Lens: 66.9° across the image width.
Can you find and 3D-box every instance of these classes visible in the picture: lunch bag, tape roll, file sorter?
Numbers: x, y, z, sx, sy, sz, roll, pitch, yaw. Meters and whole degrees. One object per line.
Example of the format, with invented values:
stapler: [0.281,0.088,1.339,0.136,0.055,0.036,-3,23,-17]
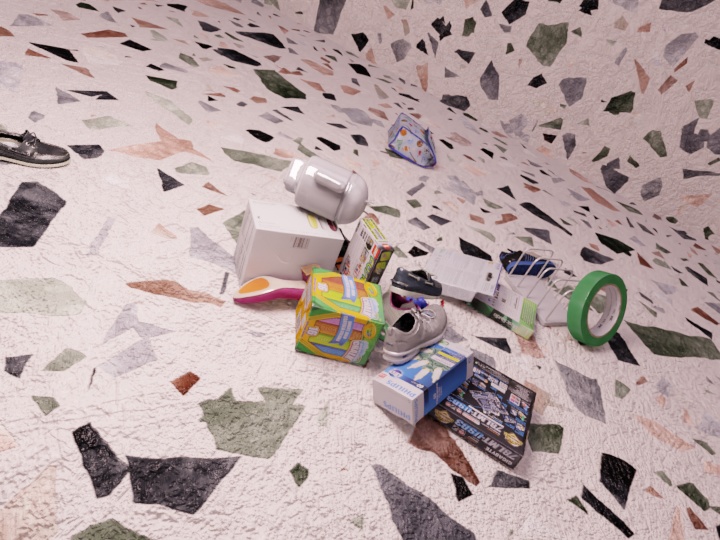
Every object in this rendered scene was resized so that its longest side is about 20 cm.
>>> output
lunch bag: [0.213,-0.497,2.111,0.198,0.124,0.171,32,31,-15]
tape roll: [0.645,0.103,1.485,0.197,0.205,0.048,1,12,-33]
file sorter: [0.544,0.043,1.571,0.136,0.126,0.201,3,38,-31]

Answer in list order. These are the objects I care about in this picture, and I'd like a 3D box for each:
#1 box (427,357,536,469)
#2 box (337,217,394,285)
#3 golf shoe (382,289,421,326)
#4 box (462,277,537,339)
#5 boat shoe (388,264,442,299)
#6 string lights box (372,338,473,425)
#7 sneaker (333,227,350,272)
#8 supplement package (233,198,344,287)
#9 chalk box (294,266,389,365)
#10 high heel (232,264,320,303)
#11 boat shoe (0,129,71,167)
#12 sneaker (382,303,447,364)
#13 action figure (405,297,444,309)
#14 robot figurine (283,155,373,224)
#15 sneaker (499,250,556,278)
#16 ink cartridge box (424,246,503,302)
box: [0.253,0.274,1.121,0.198,0.050,0.199,29,35,9]
box: [0.000,0.000,1.194,0.034,0.202,0.111,-1,41,-33]
golf shoe: [0.113,0.121,1.204,0.199,0.092,0.075,38,33,17]
box: [0.380,0.090,1.479,0.198,0.037,0.145,29,33,8]
boat shoe: [0.132,0.023,1.225,0.074,0.063,0.198,24,11,39]
string lights box: [0.125,0.208,1.063,0.102,0.060,0.198,19,32,39]
sneaker: [-0.021,-0.019,1.307,0.069,0.091,0.200,-11,47,-42]
supplement package: [-0.160,-0.050,1.195,0.196,0.158,0.112,5,36,-28]
chalk box: [-0.023,0.099,1.110,0.196,0.125,0.126,14,34,-16]
high heel: [-0.169,0.056,1.161,0.197,0.097,0.067,-20,38,-23]
boat shoe: [-0.749,-0.280,1.205,0.196,0.067,0.075,7,36,-27]
sneaker: [0.118,0.110,1.102,0.074,0.084,0.199,14,30,32]
action figure: [0.156,0.078,1.291,0.064,0.100,0.202,9,38,-20]
robot figurine: [-0.066,-0.172,1.180,0.197,0.115,0.170,23,-4,0]
sneaker: [0.521,-0.026,1.702,0.197,0.071,0.079,5,42,-28]
ink cartridge box: [0.270,0.014,1.461,0.196,0.044,0.197,17,30,15]
